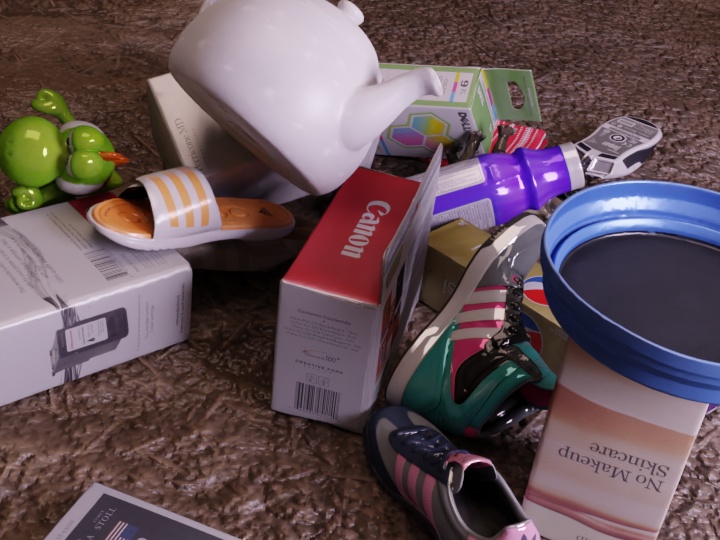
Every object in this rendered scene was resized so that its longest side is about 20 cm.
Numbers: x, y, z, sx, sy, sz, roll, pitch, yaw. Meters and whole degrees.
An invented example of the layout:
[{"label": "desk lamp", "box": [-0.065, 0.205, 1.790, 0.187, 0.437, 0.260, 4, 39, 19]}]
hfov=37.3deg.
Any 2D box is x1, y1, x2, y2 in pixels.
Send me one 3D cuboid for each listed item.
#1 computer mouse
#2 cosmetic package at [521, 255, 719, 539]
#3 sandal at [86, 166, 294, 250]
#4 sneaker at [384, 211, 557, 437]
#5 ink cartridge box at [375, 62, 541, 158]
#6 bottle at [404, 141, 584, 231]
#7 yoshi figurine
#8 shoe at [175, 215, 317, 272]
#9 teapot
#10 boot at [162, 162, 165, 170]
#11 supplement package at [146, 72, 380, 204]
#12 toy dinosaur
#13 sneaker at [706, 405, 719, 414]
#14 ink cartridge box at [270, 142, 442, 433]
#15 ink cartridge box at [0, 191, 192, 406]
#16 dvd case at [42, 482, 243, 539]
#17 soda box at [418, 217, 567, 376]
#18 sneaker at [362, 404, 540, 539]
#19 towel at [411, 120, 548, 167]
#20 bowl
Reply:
[{"label": "computer mouse", "box": [0.281, -0.123, 1.245, 0.200, 0.044, 0.110, -30, 44, -34]}, {"label": "cosmetic package", "box": [0.184, 0.103, 0.757, 0.103, 0.200, 0.087, 15, 36, 14]}, {"label": "sandal", "box": [-0.142, -0.063, 0.936, 0.207, 0.059, 0.079, -7, 34, -42]}, {"label": "sneaker", "box": [0.123, 0.056, 0.869, 0.121, 0.084, 0.200, 33, 81, 24]}, {"label": "ink cartridge box", "box": [0.092, -0.174, 1.182, 0.200, 0.104, 0.059, 6, 66, 19]}, {"label": "bottle", "box": [0.119, -0.077, 1.057, 0.200, 0.084, 0.065, -17, 70, 4]}, {"label": "yoshi figurine", "box": [-0.288, -0.103, 0.976, 0.112, 0.112, 0.200, -35, 10, -20]}, {"label": "shoe", "box": [-0.120, -0.028, 1.021, 0.200, 0.053, 0.070, 1, 21, -34]}, {"label": "teapot", "box": [-0.056, -0.172, 0.907, 0.200, 0.146, 0.197, 40, -5, -11]}, {"label": "boot", "box": [-0.098, -0.126, 1.155, 0.155, 0.074, 0.200, 35, 48, 24]}, {"label": "supplement package", "box": [-0.096, -0.140, 1.061, 0.200, 0.120, 0.121, -20, 73, -15]}, {"label": "toy dinosaur", "box": [0.127, -0.094, 1.138, 0.200, 0.077, 0.102, 4, 65, 19]}, {"label": "sneaker", "box": [0.286, 0.079, 0.909, 0.200, 0.088, 0.074, -14, 40, -28]}, {"label": "ink cartridge box", "box": [0.000, 0.000, 0.894, 0.084, 0.176, 0.200, 14, 34, 9]}, {"label": "ink cartridge box", "box": [-0.265, 0.020, 0.896, 0.200, 0.083, 0.145, -19, 43, -35]}, {"label": "dvd case", "box": [-0.126, 0.222, 0.682, 0.200, 0.025, 0.150, 18, 35, 14]}, {"label": "soda box", "box": [0.138, 0.030, 0.970, 0.064, 0.068, 0.200, -26, 46, -37]}, {"label": "sneaker", "box": [0.068, 0.148, 0.773, 0.070, 0.082, 0.200, -14, 40, -27]}, {"label": "towel", "box": [0.112, -0.164, 1.288, 0.200, 0.022, 0.145, 22, 38, 20]}, {"label": "bowl", "box": [0.212, 0.011, 0.684, 0.200, 0.039, 0.201, 5, 36, -4]}]
